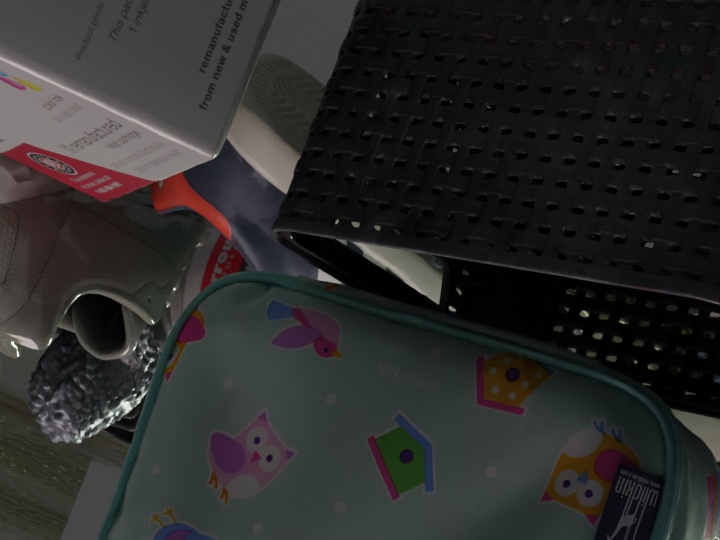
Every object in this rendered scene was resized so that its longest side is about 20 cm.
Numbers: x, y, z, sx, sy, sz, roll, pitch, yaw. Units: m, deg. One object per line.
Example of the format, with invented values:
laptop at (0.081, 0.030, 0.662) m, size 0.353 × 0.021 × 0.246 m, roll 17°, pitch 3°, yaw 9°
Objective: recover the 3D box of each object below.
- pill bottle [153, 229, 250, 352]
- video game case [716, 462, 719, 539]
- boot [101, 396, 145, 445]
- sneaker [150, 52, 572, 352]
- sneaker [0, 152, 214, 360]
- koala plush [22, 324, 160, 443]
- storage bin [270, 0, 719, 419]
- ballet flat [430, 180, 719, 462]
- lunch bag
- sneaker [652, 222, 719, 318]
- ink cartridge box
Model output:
pill bottle at (-0.014, 0.019, 0.968) m, size 0.199 × 0.112 × 0.110 m, roll 10°, pitch 165°, yaw 44°
video game case at (0.169, 0.112, 0.896) m, size 0.143 × 0.018 × 0.200 m, roll 50°, pitch -171°, yaw -32°
boot at (-0.139, 0.032, 1.205) m, size 0.199 × 0.133 × 0.070 m, roll 11°, pitch 166°, yaw 42°
sneaker at (0.000, 0.000, 0.834) m, size 0.200 × 0.075 × 0.084 m, roll 41°, pitch 122°, yaw -19°
sneaker at (-0.097, -0.012, 0.851) m, size 0.075 × 0.093 × 0.199 m, roll -19°, pitch 178°, yaw 38°
koala plush at (-0.221, 0.006, 0.950) m, size 0.178 × 0.199 × 0.184 m, roll 50°, pitch 162°, yaw 29°
storage bin at (0.087, -0.020, 0.645) m, size 0.199 × 0.095 × 0.135 m, roll 9°, pitch 164°, yaw 44°
ballet flat at (0.104, 0.033, 0.806) m, size 0.200 × 0.074 × 0.074 m, roll 40°, pitch 164°, yaw -14°
lunch bag at (0.013, 0.097, 0.676) m, size 0.198 × 0.162 × 0.077 m, roll 17°, pitch 169°, yaw 25°
sneaker at (0.190, 0.030, 0.713) m, size 0.198 × 0.084 × 0.077 m, roll 17°, pitch 168°, yaw 18°
ink cartridge box at (-0.140, -0.105, 0.681) m, size 0.199 × 0.086 × 0.147 m, roll 23°, pitch 169°, yaw -18°
